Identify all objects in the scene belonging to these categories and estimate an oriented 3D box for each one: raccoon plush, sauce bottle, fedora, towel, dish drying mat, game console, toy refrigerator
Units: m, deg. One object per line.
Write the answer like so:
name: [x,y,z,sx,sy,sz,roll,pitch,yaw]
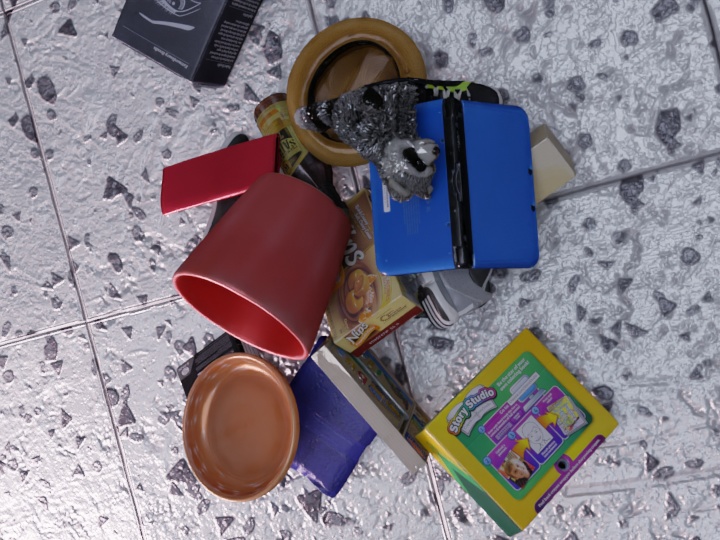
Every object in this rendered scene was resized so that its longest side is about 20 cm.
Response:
raccoon plush: [0.014,-0.141,1.138,0.200,0.096,0.135,-2,100,57]
sauce bottle: [-0.079,-0.152,1.331,0.066,0.066,0.201,-40,66,19]
fedora: [-0.001,-0.235,1.308,0.199,0.082,0.202,0,89,13]
towel: [-0.045,0.208,1.397,0.147,0.050,0.201,34,105,5]
dish drying mat: [-0.194,-0.130,1.339,0.199,0.018,0.077,-12,64,28]
game console: [0.112,-0.096,1.175,0.170,0.118,0.202,-6,83,28]
toy refrigerator: [0.179,-0.096,1.258,0.200,0.076,0.070,-36,103,19]

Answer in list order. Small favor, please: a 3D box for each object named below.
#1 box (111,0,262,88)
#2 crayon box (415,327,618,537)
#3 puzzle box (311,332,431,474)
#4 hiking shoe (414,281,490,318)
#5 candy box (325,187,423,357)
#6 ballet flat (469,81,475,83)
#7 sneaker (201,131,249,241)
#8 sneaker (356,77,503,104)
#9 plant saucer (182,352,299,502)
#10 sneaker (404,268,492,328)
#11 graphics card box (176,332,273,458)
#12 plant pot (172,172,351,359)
box: [-0.232,-0.378,1.361,0.147,0.104,0.201,32,106,13]
crayon box: [0.201,0.204,1.244,0.200,0.058,0.173,-40,79,-22]
puzzle box: [0.022,0.162,1.278,0.025,0.133,0.200,-40,92,17]
hiking shoe: [0.069,0.023,1.303,0.199,0.101,0.076,-1,97,19]
candy box: [0.000,0.000,1.293,0.115,0.055,0.201,-35,46,19]
ballet flat: [0.089,-0.164,1.288,0.070,0.071,0.201,29,108,14]
sneaker: [-0.159,-0.099,1.357,0.099,0.071,0.201,-1,75,40]
sneaker: [0.081,-0.203,1.208,0.198,0.083,0.072,-2,89,1]
plant saucer: [-0.160,0.214,1.335,0.199,0.037,0.202,-5,81,33]
sneaker: [0.102,-0.036,1.224,0.115,0.075,0.201,-25,85,-18]
graphics card box: [-0.182,0.200,1.403,0.125,0.051,0.201,-37,66,26]
plant pot: [-0.111,-0.012,1.234,0.199,0.201,0.178,24,69,15]
